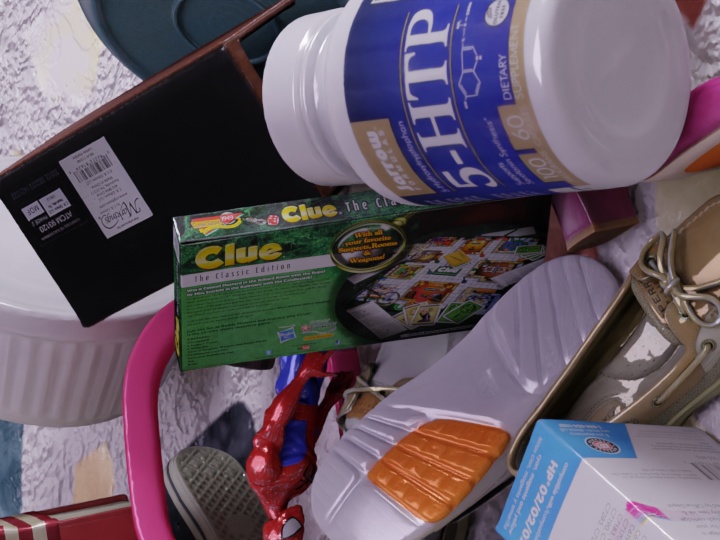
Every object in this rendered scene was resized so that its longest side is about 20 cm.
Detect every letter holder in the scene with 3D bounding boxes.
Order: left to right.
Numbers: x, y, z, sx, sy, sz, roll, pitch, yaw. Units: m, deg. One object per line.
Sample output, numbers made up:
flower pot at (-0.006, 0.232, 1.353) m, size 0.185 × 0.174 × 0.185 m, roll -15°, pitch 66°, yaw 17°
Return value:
letter holder at (-0.080, -0.073, 1.613) m, size 0.199 × 0.142 × 0.101 m, roll -26°, pitch 101°, yaw 39°

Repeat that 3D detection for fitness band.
fitness band at (-0.064, 0.104, 1.678) m, size 0.037 × 0.143 × 0.201 m, roll 88°, pitch 176°, yaw -75°

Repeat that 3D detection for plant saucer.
plant saucer at (-0.071, -0.143, 1.617) m, size 0.200 × 0.200 × 0.028 m, roll -29°, pitch 35°, yaw 47°

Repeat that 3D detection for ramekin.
ramekin at (-0.198, 0.016, 1.818) m, size 0.202 × 0.201 × 0.095 m, roll 46°, pitch 132°, yaw 44°

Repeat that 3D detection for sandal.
sandal at (0.067, 0.081, 1.552) m, size 0.207 × 0.059 × 0.079 m, roll -42°, pitch 56°, yaw 3°

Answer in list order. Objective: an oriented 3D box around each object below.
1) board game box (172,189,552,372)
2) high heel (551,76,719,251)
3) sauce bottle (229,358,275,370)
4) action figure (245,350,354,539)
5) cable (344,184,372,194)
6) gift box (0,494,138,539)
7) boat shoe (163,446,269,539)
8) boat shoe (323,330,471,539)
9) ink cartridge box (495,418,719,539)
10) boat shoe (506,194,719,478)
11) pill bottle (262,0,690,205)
board game box at (0.000, 0.000, 1.534) m, size 0.105 × 0.198 × 0.024 m, roll 95°, pitch 164°, yaw -50°
high heel at (0.149, -0.087, 1.481) m, size 0.200 × 0.067 × 0.097 m, roll -39°, pitch 66°, yaw 58°
sauce bottle at (-0.054, -0.042, 1.739) m, size 0.065 × 0.064 × 0.202 m, roll 19°, pitch 103°, yaw 51°
action figure at (-0.032, 0.061, 1.637) m, size 0.051 × 0.065 × 0.201 m, roll 6°, pitch 75°, yaw 14°
cable at (0.045, -0.056, 1.558) m, size 0.200 × 0.050 × 0.098 m, roll -41°, pitch 33°, yaw 58°
gift box at (-0.205, 0.245, 1.758) m, size 0.187 × 0.183 × 0.202 m, roll 167°, pitch 97°, yaw -78°
boat shoe at (-0.074, 0.192, 1.733) m, size 0.200 × 0.074 × 0.062 m, roll 60°, pitch 135°, yaw 43°
boat shoe at (0.027, 0.083, 1.614) m, size 0.075 × 0.068 × 0.202 m, roll 6°, pitch 89°, yaw 54°
ink cartridge box at (0.170, 0.150, 1.384) m, size 0.200 × 0.115 × 0.068 m, roll 42°, pitch 118°, yaw 46°
boat shoe at (0.146, 0.037, 1.471) m, size 0.201 × 0.063 × 0.073 m, roll -54°, pitch 47°, yaw 33°
pill bottle at (0.052, -0.094, 1.441) m, size 0.199 × 0.119 × 0.121 m, roll -5°, pitch 82°, yaw 43°
